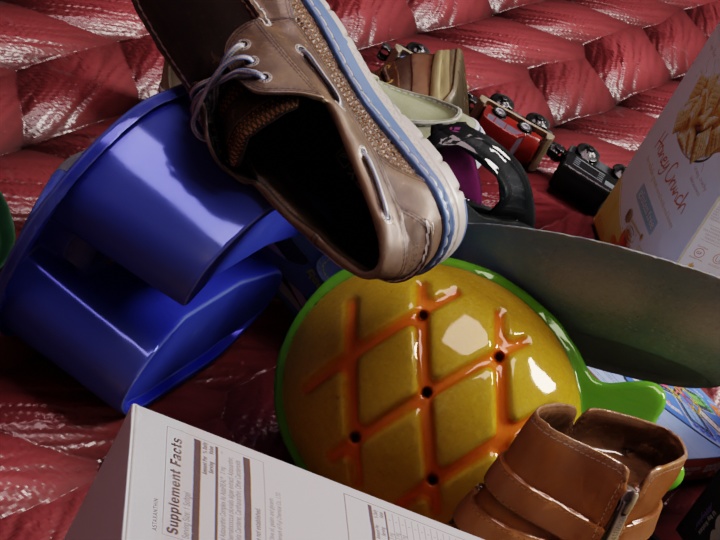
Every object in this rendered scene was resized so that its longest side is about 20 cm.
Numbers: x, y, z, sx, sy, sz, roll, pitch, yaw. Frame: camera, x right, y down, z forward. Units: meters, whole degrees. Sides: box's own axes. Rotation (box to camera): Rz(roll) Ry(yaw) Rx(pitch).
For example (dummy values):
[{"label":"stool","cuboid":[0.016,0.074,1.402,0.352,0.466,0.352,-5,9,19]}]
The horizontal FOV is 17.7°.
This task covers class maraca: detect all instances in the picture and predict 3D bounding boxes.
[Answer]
[{"label":"maraca","cuboid":[0.054,0.073,1.100,0.199,0.138,0.107,28,-1,9]}]

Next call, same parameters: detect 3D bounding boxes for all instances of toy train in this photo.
[{"label":"toy train","cuboid":[0.096,-0.094,1.559,0.199,0.034,0.046,31,38,0]}]

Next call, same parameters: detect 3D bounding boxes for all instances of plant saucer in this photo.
[{"label":"plant saucer","cuboid":[0.128,0.025,1.164,0.200,0.039,0.201,17,-9,3]}]

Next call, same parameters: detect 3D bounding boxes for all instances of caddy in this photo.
[{"label":"caddy","cuboid":[-0.097,-0.022,1.101,0.105,0.142,0.200,39,26,9]}]

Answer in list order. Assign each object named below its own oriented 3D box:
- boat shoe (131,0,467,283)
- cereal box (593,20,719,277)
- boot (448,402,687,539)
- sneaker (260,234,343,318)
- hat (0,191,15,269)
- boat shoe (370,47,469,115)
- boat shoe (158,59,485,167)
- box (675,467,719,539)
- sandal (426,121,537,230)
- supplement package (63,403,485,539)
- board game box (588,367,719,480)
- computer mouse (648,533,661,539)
[{"label":"boat shoe","cuboid":[-0.036,-0.076,1.027,0.200,0.072,0.072,44,29,10]},{"label":"cereal box","cuboid":[0.219,-0.069,1.446,0.039,0.201,0.144,22,26,-16]},{"label":"boot","cuboid":[0.041,0.124,0.960,0.199,0.155,0.074,-3,40,-48]},{"label":"sneaker","cuboid":[0.000,0.000,1.196,0.200,0.082,0.074,43,60,12]},{"label":"hat","cuboid":[-0.224,-0.116,1.091,0.199,0.177,0.166,26,26,-8]},{"label":"boat shoe","cuboid":[0.024,-0.069,1.412,0.067,0.072,0.200,-1,33,10]},{"label":"boat shoe","cuboid":[-0.025,-0.096,1.321,0.199,0.062,0.072,10,27,13]},{"label":"box","cuboid":[0.293,0.139,1.225,0.199,0.132,0.115,10,33,-36]},{"label":"sandal","cuboid":[0.062,-0.043,1.205,0.075,0.048,0.200,34,3,37]},{"label":"supplement package","cuboid":[-0.021,0.176,0.805,0.199,0.152,0.151,22,26,-15]},{"label":"board game box","cuboid":[0.140,0.047,1.350,0.103,0.019,0.200,1,39,-51]},{"label":"computer mouse","cuboid":[0.146,0.171,1.139,0.058,0.034,0.200,33,15,-25]}]
